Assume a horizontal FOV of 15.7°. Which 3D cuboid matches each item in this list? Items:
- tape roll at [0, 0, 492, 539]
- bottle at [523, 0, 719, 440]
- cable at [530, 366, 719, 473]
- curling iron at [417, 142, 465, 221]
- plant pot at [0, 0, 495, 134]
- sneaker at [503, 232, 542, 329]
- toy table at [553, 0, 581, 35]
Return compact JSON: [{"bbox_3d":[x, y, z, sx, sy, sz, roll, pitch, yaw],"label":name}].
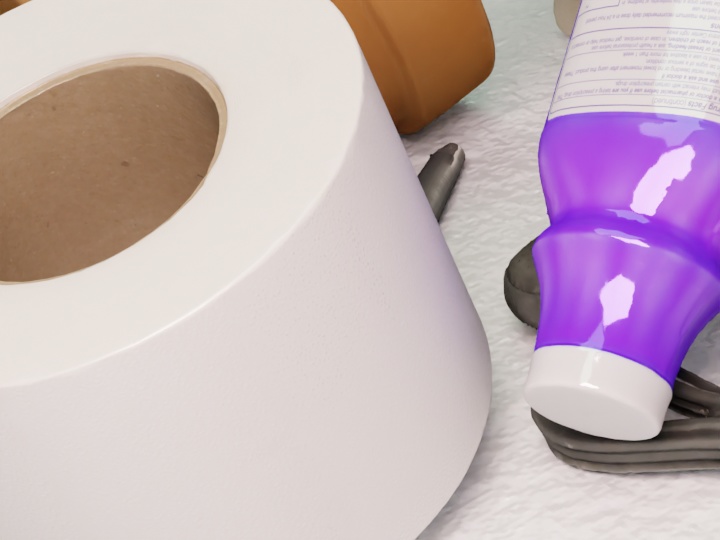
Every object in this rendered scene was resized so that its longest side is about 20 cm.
[{"bbox_3d":[-0.070,0.012,0.878,0.202,0.139,0.203,-15,40,13],"label":"tape roll"},{"bbox_3d":[0.103,-0.043,0.876,0.083,0.065,0.201,3,66,34],"label":"bottle"},{"bbox_3d":[0.146,0.059,0.848,0.200,0.050,0.097,-12,44,33],"label":"cable"},{"bbox_3d":[0.000,0.000,1.013,0.049,0.026,0.200,3,35,26],"label":"curling iron"},{"bbox_3d":[-0.061,-0.111,1.090,0.140,0.200,0.200,-43,36,-11],"label":"plant pot"},{"bbox_3d":[0.129,-0.063,0.965,0.200,0.116,0.075,-27,31,-19],"label":"sneaker"},{"bbox_3d":[0.138,-0.137,1.088,0.200,0.117,0.184,-27,31,-20],"label":"toy table"}]
